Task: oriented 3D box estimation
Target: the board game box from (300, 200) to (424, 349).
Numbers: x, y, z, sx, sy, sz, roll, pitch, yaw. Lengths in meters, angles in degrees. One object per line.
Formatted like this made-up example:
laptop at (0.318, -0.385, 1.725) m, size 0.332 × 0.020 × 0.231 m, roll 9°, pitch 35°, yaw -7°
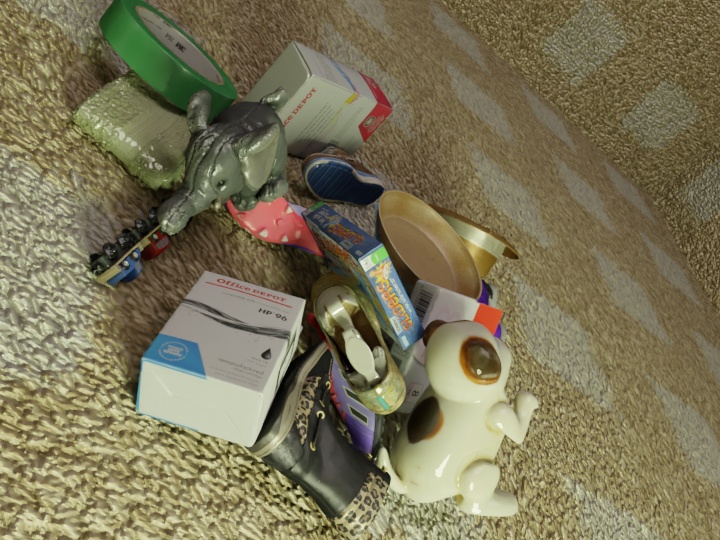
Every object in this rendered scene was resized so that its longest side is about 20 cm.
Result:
board game box at (0.000, 0.000, 0.956) m, size 0.136 × 0.034 × 0.200 m, roll 63°, pitch -11°, yaw -27°

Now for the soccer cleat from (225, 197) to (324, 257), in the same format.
soccer cleat at (-0.100, -0.066, 1.046) m, size 0.198 × 0.067 × 0.076 m, roll 20°, pitch 2°, yaw -30°

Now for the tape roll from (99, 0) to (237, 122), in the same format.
tape roll at (-0.258, -0.289, 1.051) m, size 0.200 × 0.048 × 0.201 m, roll 41°, pitch 14°, yaw -12°

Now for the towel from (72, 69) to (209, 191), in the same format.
towel at (-0.264, -0.185, 0.973) m, size 0.148 × 0.036 × 0.201 m, roll 41°, pitch 28°, yaw -12°

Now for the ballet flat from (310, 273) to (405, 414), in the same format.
ballet flat at (-0.011, 0.069, 0.869) m, size 0.070 × 0.071 × 0.201 m, roll 15°, pitch 37°, yaw -46°

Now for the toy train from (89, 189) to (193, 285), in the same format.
toy train at (-0.230, -0.035, 0.836) m, size 0.046 × 0.034 × 0.200 m, roll 55°, pitch 25°, yaw -14°

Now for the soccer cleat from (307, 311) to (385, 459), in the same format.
soccer cleat at (-0.019, 0.130, 0.910) m, size 0.072 × 0.068 × 0.202 m, roll 4°, pitch 52°, yaw -18°

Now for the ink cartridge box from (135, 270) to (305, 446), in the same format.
ink cartridge box at (-0.126, 0.069, 0.765) m, size 0.115 × 0.068 × 0.201 m, roll 16°, pitch 31°, yaw 2°

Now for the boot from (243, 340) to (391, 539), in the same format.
boot at (-0.035, 0.172, 0.810) m, size 0.151 × 0.073 × 0.200 m, roll 49°, pitch 19°, yaw -9°

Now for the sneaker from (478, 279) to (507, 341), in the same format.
sneaker at (0.174, 0.069, 1.254) m, size 0.099 × 0.070 × 0.201 m, roll 32°, pitch 27°, yaw -15°

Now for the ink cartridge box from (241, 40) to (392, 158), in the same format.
ink cartridge box at (-0.068, -0.256, 1.224) m, size 0.199 × 0.147 × 0.086 m, roll 12°, pitch 43°, yaw -49°

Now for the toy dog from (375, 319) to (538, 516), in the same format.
toy dog at (0.107, 0.155, 0.886) m, size 0.192 × 0.203 × 0.139 m, roll 7°, pitch 11°, yaw -22°

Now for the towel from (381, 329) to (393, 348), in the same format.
towel at (0.068, 0.072, 1.137) m, size 0.146 × 0.024 × 0.201 m, roll -1°, pitch 55°, yaw -54°

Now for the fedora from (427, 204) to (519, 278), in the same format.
fedora at (0.173, -0.041, 1.332) m, size 0.199 × 0.083 × 0.201 m, roll 27°, pitch -2°, yaw 1°

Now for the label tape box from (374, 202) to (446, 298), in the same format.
label tape box at (0.080, 0.010, 1.139) m, size 0.199 × 0.066 × 0.144 m, roll 33°, pitch 31°, yaw -21°

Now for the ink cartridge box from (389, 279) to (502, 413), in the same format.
ink cartridge box at (0.120, 0.113, 1.016) m, size 0.199 × 0.164 × 0.057 m, roll 19°, pitch 4°, yaw -40°

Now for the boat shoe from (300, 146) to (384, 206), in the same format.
boat shoe at (-0.040, -0.154, 1.230) m, size 0.073 × 0.072 × 0.199 m, roll 55°, pitch 18°, yaw 24°

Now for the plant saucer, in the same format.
plant saucer at (0.090, -0.026, 1.093) m, size 0.199 × 0.035 × 0.201 m, roll 33°, pitch 33°, yaw -24°

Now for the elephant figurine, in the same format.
elephant figurine at (-0.150, -0.131, 0.872) m, size 0.200 × 0.140 × 0.157 m, roll -21°, pitch 96°, yaw -83°
